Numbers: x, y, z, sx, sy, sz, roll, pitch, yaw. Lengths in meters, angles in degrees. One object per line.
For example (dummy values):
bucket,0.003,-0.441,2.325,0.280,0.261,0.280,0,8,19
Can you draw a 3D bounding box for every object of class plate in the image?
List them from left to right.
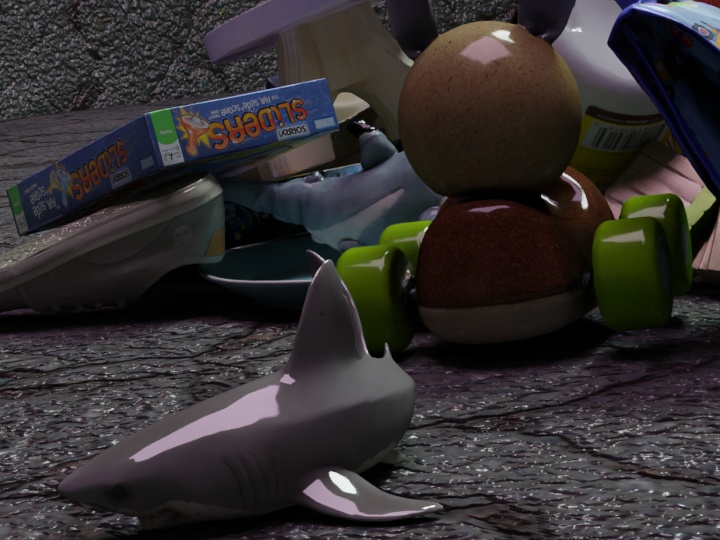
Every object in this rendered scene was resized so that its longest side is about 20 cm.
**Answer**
plate,0.000,0.000,1.162,0.198,0.026,0.200,-5,9,1

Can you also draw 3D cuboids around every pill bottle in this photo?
pill bottle,0.132,-0.091,1.168,0.108,0.110,0.200,-7,-28,-18

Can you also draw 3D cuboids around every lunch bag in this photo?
lunch bag,0.202,-0.073,0.935,0.094,0.200,0.150,-46,-8,21

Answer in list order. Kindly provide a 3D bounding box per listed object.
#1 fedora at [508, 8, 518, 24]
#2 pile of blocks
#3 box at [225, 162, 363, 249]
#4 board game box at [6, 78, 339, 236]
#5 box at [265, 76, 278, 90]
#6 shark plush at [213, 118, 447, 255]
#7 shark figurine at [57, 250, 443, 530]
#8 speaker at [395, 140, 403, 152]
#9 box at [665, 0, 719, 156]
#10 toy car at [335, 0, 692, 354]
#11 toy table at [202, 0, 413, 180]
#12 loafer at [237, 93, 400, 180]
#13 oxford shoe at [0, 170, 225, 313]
fedora,0.165,-0.128,1.413,0.199,0.203,0.091,3,19,42
pile of blocks,0.233,-0.014,1.075,0.198,0.083,0.062,9,-30,22
box,-0.074,-0.037,1.281,0.198,0.038,0.136,-11,3,28
board game box,-0.123,-0.070,1.209,0.134,0.035,0.199,-15,-2,-35
box,0.019,-0.124,1.692,0.198,0.105,0.148,-5,9,-7
shark plush,0.012,-0.053,1.139,0.198,0.084,0.091,1,11,30
shark figurine,-0.013,0.037,0.741,0.127,0.090,0.214,0,12,21
speaker,0.052,-0.079,1.466,0.080,0.082,0.200,-8,10,-24
box,0.295,-0.120,1.200,0.191,0.202,0.122,-9,10,-31
toy car,0.070,-0.071,0.968,0.163,0.202,0.158,-6,8,18
toy table,-0.014,-0.139,1.331,0.183,0.118,0.199,-22,4,-39
loafer,-0.020,-0.110,1.442,0.200,0.068,0.076,-42,22,-3
oxford shoe,-0.167,0.001,1.144,0.198,0.058,0.075,-20,15,12
